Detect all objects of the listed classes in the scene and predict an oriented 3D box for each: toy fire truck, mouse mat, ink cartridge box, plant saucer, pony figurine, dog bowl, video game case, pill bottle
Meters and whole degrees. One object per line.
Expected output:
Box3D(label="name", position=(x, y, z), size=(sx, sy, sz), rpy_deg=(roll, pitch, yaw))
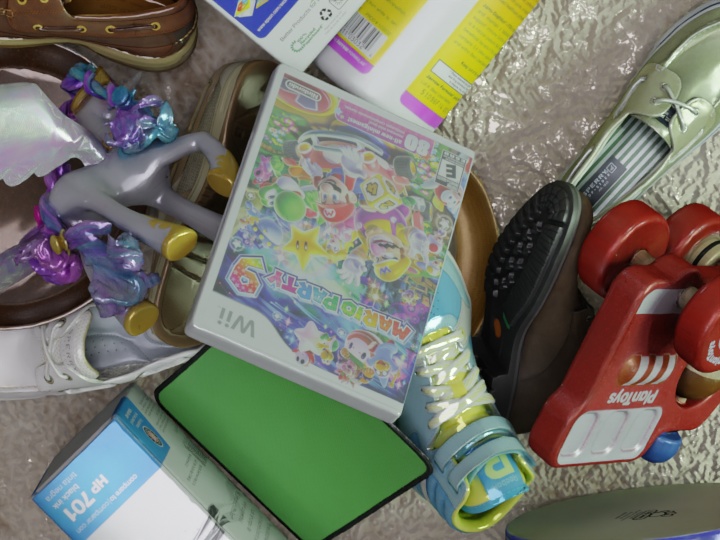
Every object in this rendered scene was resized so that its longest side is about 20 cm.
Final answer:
Box3D(label="toy fire truck", position=(0.203, 0.053, 1.708), size=(0.112, 0.199, 0.169), rpy_deg=(39, 112, 31))
Box3D(label="mouse mat", position=(-0.048, 0.106, 1.722), size=(0.161, 0.200, 0.008), rpy_deg=(44, 57, -4))
Box3D(label="ink cartridge box", position=(-0.117, 0.182, 1.737), size=(0.086, 0.146, 0.200), rpy_deg=(-42, 95, 4))
Box3D(label="plant saucer", position=(-0.239, -0.059, 1.752), size=(0.199, 0.034, 0.202), rpy_deg=(0, 87, -1))
Box3D(label="pony figurine", position=(-0.174, -0.047, 1.652), size=(0.192, 0.200, 0.167), rpy_deg=(-30, 141, -24))
Box3D(label="dog bowl", position=(0.196, 0.197, 1.708), size=(0.199, 0.200, 0.079), rpy_deg=(-7, 95, 2))
Box3D(label="video game case", position=(-0.016, -0.019, 1.613), size=(0.143, 0.018, 0.201), rpy_deg=(24, 59, -12))
Box3D(label="pill bottle", position=(0.062, -0.190, 1.711), size=(0.104, 0.104, 0.200), rpy_deg=(39, 96, -4))
Box3D(label="ink cartridge box", position=(-0.082, -0.219, 1.638), size=(0.200, 0.037, 0.095), rpy_deg=(38, 101, -28))

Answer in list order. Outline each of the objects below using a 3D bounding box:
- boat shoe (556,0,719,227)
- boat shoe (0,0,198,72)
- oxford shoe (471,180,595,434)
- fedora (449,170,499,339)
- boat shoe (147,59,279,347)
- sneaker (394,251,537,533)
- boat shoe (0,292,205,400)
Box3D(label="boat shoe", position=(0.204, -0.099, 1.740), size=(0.072, 0.062, 0.200), rpy_deg=(38, 96, -4))
Box3D(label="boat shoe", position=(-0.204, -0.188, 1.722), size=(0.199, 0.068, 0.072), rpy_deg=(11, 64, -3))
Box3D(label="oxford shoe", position=(0.127, 0.024, 1.738), size=(0.084, 0.073, 0.201), rpy_deg=(1, 128, -20))
Box3D(label="fedora", position=(0.000, 0.000, 1.745), size=(0.199, 0.082, 0.202), rpy_deg=(0, 97, 0))
Box3D(label="boat shoe", position=(-0.102, -0.046, 1.735), size=(0.072, 0.065, 0.201), rpy_deg=(22, 82, -35))
Box3D(label="sneaker", position=(0.064, 0.080, 1.673), size=(0.079, 0.131, 0.201), rpy_deg=(-22, 126, -18))
Box3D(label="boat shoe", position=(-0.191, 0.048, 1.760), size=(0.199, 0.069, 0.071), rpy_deg=(-12, 96, 2))
